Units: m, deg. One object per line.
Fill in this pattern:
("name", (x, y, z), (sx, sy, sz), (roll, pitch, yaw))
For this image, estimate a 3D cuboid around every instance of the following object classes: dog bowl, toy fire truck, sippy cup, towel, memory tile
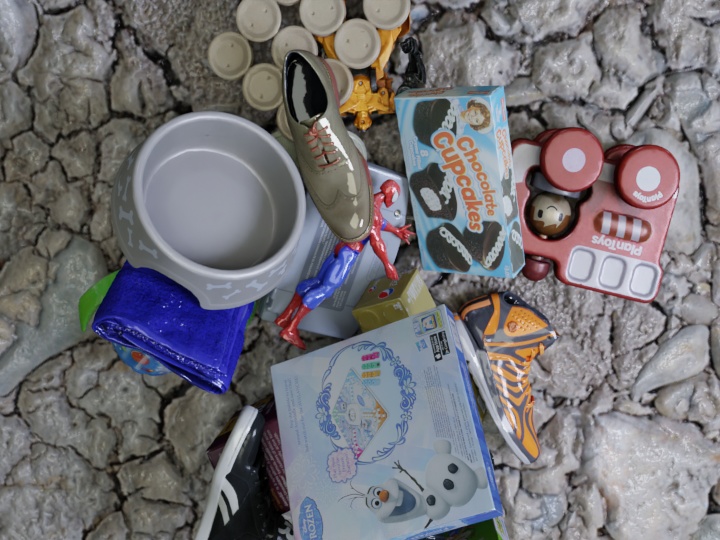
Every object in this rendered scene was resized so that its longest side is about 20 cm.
("dog bowl", (-0.143, -0.066, 0.873), (0.197, 0.059, 0.204), (10, 66, -22))
("toy fire truck", (0.246, -0.062, 0.962), (0.196, 0.112, 0.171), (12, 98, -1))
("sippy cup", (-0.212, 0.046, 0.972), (0.176, 0.141, 0.130), (33, 134, -13))
("towel", (-0.170, 0.011, 0.899), (0.146, 0.202, 0.050), (30, 135, -17))
("memory tile", (-0.055, -0.252, 0.928), (0.153, 0.017, 0.201), (39, 100, -1))

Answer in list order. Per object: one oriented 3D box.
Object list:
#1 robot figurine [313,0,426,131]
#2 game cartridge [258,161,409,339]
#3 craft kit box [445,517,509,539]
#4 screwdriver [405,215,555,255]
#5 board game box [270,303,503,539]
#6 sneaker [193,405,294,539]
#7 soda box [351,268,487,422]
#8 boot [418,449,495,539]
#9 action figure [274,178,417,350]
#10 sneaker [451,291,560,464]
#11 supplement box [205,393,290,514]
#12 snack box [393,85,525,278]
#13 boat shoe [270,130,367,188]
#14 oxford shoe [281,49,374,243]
("robot figurine", (-0.001, -0.255, 0.962), (0.142, 0.058, 0.204), (-2, 99, 2))
("game cartridge", (-0.024, -0.026, 0.988), (0.131, 0.040, 0.203), (16, 104, -24))
("craft kit box", (0.075, 0.334, 0.992), (0.198, 0.198, 0.049), (-34, 99, 5))
("screwdriver", (0.148, -0.045, 1.016), (0.196, 0.028, 0.030), (17, 70, 2))
("board game box", (0.019, 0.160, 0.852), (0.196, 0.043, 0.203), (-19, 63, 15))
("sneaker", (-0.101, 0.241, 0.913), (0.110, 0.073, 0.203), (20, 111, 1))
("soda box", (0.069, 0.103, 0.990), (0.067, 0.064, 0.202), (-15, 112, 32))
("boot", (0.085, 0.251, 0.866), (0.199, 0.076, 0.169), (36, 84, 16))
("action figure", (0.000, 0.000, 0.953), (0.098, 0.065, 0.202), (29, 99, -23))
("sneaker", (0.188, 0.118, 1.014), (0.111, 0.078, 0.203), (-26, 98, 6))
("supplement box", (-0.053, 0.184, 0.993), (0.198, 0.131, 0.104), (-27, 97, 11))
("snack box", (0.107, -0.093, 0.942), (0.115, 0.037, 0.203), (5, 119, 34))
("boat shoe", (-0.091, -0.120, 0.985), (0.196, 0.068, 0.073), (-12, 96, -14))
("oxford shoe", (-0.041, -0.124, 0.886), (0.069, 0.075, 0.203), (-21, 86, 12))
